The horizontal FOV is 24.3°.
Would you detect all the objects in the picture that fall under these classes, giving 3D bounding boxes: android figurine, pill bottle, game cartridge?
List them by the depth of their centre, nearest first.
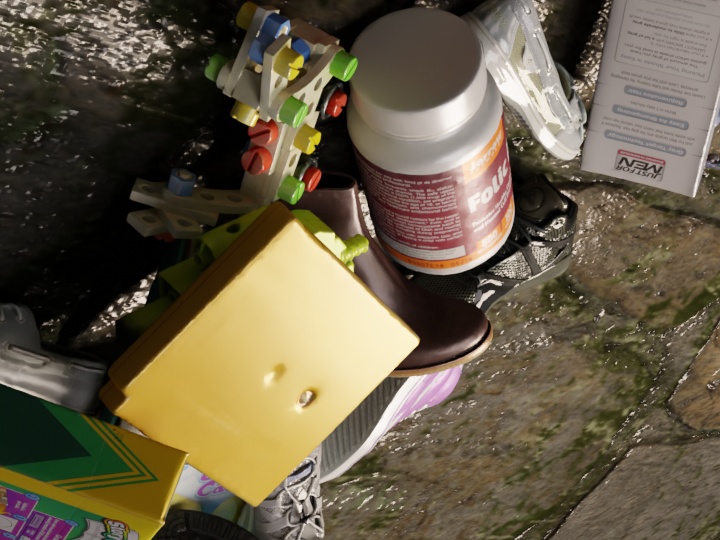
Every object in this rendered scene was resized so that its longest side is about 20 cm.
[{"bbox_3d":[-0.067,0.063,1.153,0.176,0.032,0.200,-45,140,0],"label":"game cartridge"},{"bbox_3d":[-0.077,0.032,1.171,0.200,0.041,0.182,-24,137,-29],"label":"android figurine"},{"bbox_3d":[0.052,-0.094,1.238,0.114,0.114,0.200,-34,149,-12],"label":"pill bottle"}]

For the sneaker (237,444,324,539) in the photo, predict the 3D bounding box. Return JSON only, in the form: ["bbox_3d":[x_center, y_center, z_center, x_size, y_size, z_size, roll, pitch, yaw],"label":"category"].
[{"bbox_3d":[-0.052,0.190,1.382,0.075,0.082,0.200,-26,144,-26],"label":"sneaker"}]

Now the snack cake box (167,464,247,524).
[{"bbox_3d":[-0.149,0.174,1.399,0.200,0.067,0.115,-5,135,-44],"label":"snack cake box"}]

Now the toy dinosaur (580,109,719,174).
[{"bbox_3d":[0.313,-0.178,1.452,0.105,0.200,0.182,145,-44,-82],"label":"toy dinosaur"}]

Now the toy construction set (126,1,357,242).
[{"bbox_3d":[-0.072,-0.092,1.128,0.200,0.092,0.131,-53,172,32],"label":"toy construction set"}]

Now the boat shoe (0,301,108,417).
[{"bbox_3d":[-0.251,0.054,1.152,0.201,0.070,0.072,32,80,-52],"label":"boat shoe"}]

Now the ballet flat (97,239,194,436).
[{"bbox_3d":[-0.143,0.072,1.219,0.069,0.069,0.200,34,78,-58],"label":"ballet flat"}]

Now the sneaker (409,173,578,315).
[{"bbox_3d":[0.112,-0.020,1.438,0.199,0.076,0.114,-26,144,-29],"label":"sneaker"}]

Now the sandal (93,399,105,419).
[{"bbox_3d":[-0.159,0.085,1.298,0.200,0.055,0.082,-43,143,-28],"label":"sandal"}]

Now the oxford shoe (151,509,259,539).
[{"bbox_3d":[-0.095,0.269,1.375,0.084,0.200,0.073,-36,-161,54],"label":"oxford shoe"}]

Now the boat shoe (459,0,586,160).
[{"bbox_3d":[0.137,-0.151,1.304,0.065,0.074,0.202,-40,142,7],"label":"boat shoe"}]

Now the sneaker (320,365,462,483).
[{"bbox_3d":[0.021,0.129,1.527,0.200,0.073,0.114,-44,152,4],"label":"sneaker"}]

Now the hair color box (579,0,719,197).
[{"bbox_3d":[0.245,-0.165,1.339,0.061,0.099,0.200,-61,162,-50],"label":"hair color box"}]

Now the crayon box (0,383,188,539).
[{"bbox_3d":[-0.227,0.146,1.134,0.172,0.058,0.200,21,151,-12],"label":"crayon box"}]

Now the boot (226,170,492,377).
[{"bbox_3d":[0.000,0.000,1.253,0.200,0.072,0.166,4,136,8],"label":"boot"}]
